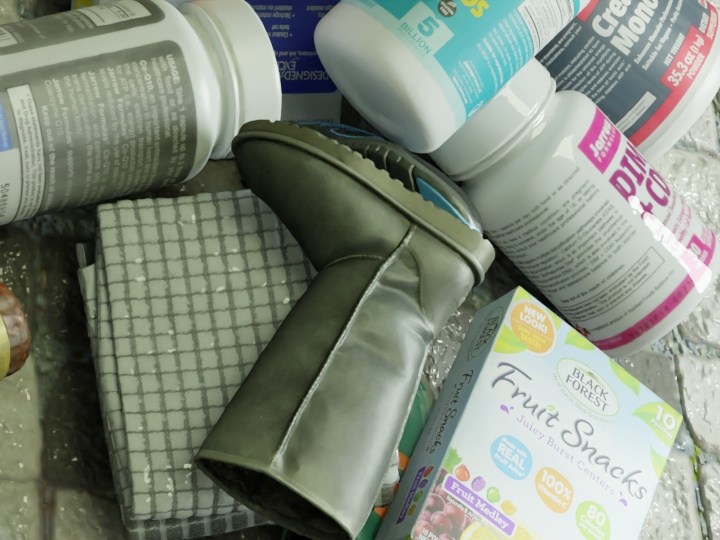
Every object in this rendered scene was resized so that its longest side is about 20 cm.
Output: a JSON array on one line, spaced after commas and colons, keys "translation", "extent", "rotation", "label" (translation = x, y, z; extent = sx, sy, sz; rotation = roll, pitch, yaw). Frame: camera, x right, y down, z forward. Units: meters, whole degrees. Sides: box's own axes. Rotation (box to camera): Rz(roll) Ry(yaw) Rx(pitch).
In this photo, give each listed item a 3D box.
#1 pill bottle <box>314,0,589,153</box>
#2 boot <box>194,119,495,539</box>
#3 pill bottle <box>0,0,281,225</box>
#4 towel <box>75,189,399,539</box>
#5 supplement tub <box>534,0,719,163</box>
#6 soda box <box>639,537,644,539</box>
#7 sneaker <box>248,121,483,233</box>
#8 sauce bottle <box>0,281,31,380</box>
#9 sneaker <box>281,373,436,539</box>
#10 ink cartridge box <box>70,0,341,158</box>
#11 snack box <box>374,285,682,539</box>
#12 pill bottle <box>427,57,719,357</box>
[{"translation": [0.074, -0.177, 1.506], "extent": [0.200, 0.111, 0.111], "rotation": [-44, 96, -12], "label": "pill bottle"}, {"translation": [-0.036, 0.032, 1.320], "extent": [0.181, 0.073, 0.200], "rotation": [29, 70, 11], "label": "boot"}, {"translation": [-0.154, -0.097, 1.386], "extent": [0.199, 0.114, 0.114], "rotation": [-14, 75, -26], "label": "pill bottle"}, {"translation": [-0.075, 0.054, 1.382], "extent": [0.165, 0.086, 0.201], "rotation": [-7, 64, -11], "label": "towel"}, {"translation": [0.147, -0.174, 1.653], "extent": [0.200, 0.140, 0.141], "rotation": [36, 50, -16], "label": "supplement tub"}, {"translation": [0.121, 0.176, 1.495], "extent": [0.200, 0.068, 0.064], "rotation": [44, 49, -8], "label": "soda box"}, {"translation": [0.015, -0.056, 1.472], "extent": [0.082, 0.200, 0.074], "rotation": [-11, 117, -39], "label": "sneaker"}, {"translation": [-0.271, 0.060, 1.275], "extent": [0.200, 0.066, 0.066], "rotation": [-26, 83, -43], "label": "sauce bottle"}, {"translation": [-0.002, 0.137, 1.424], "extent": [0.080, 0.071, 0.201], "rotation": [23, 56, -30], "label": "sneaker"}, {"translation": [-0.091, -0.173, 1.505], "extent": [0.197, 0.047, 0.201], "rotation": [-4, 111, -37], "label": "ink cartridge box"}, {"translation": [0.102, 0.130, 1.424], "extent": [0.142, 0.053, 0.200], "rotation": [39, 51, -15], "label": "snack box"}, {"translation": [0.139, -0.047, 1.585], "extent": [0.200, 0.113, 0.114], "rotation": [45, 48, -16], "label": "pill bottle"}]
